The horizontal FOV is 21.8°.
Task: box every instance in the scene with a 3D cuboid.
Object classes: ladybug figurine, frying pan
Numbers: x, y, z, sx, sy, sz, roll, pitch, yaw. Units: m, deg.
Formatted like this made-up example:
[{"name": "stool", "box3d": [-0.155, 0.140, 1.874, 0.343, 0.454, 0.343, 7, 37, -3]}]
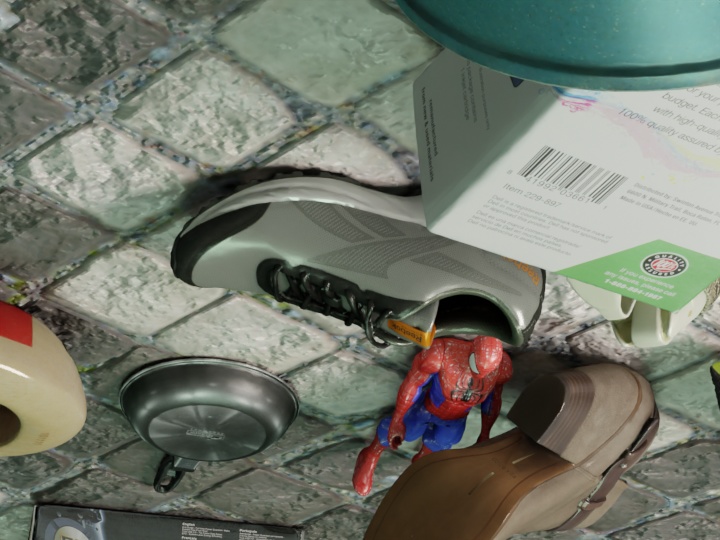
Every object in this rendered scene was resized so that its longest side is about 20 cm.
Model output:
[{"name": "ladybug figurine", "box3d": [-0.253, 0.051, 1.066, 0.199, 0.072, 0.136, 14, 148, -21]}, {"name": "frying pan", "box3d": [-0.120, 0.105, 1.202, 0.115, 0.031, 0.190, 25, 140, -32]}]

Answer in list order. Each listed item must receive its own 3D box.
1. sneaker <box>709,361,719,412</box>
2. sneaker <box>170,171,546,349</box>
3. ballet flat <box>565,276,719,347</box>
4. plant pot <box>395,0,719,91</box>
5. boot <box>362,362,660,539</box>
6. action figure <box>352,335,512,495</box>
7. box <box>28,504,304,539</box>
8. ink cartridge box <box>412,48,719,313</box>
[{"name": "sneaker", "box3d": [0.280, 0.090, 1.125, 0.081, 0.074, 0.199, -30, 145, 33]}, {"name": "sneaker", "box3d": [0.000, 0.000, 0.963, 0.199, 0.080, 0.074, 2, 152, 2]}, {"name": "ballet flat", "box3d": [0.132, -0.004, 0.952, 0.068, 0.076, 0.200, -20, 144, 27]}, {"name": "plant pot", "box3d": [0.081, -0.189, 0.542, 0.199, 0.201, 0.189, -6, 134, 13]}, {"name": "boot", "box3d": [0.099, 0.135, 1.126, 0.200, 0.070, 0.146, -45, 149, 11]}, {"name": "action figure", "box3d": [0.048, 0.090, 1.149, 0.065, 0.052, 0.200, 12, 146, -10]}, {"name": "box", "box3d": [-0.153, 0.252, 1.392, 0.199, 0.087, 0.164, 6, 150, -9]}, {"name": "ink cartridge box", "box3d": [0.136, -0.083, 0.784, 0.145, 0.088, 0.200, 17, 140, -27]}]
